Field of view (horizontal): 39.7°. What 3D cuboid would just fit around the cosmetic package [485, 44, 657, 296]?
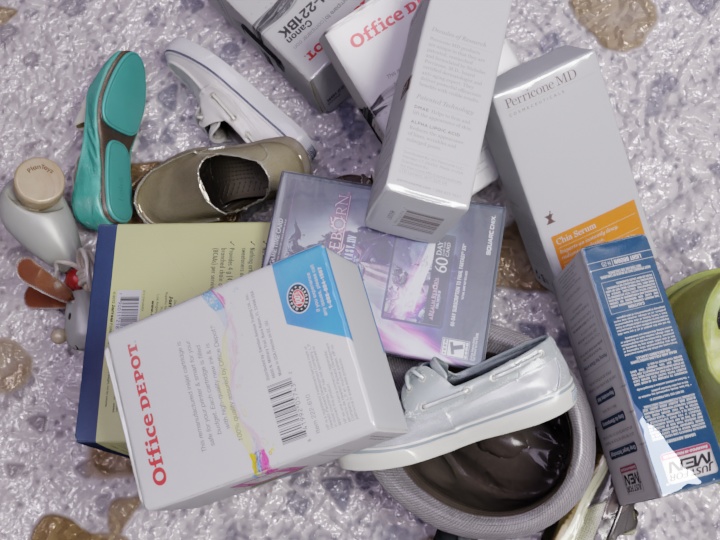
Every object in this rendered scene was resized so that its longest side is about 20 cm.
[{"bbox_3d":[0.183,-0.087,0.895,0.101,0.071,0.201,-25,108,-3],"label":"cosmetic package"}]

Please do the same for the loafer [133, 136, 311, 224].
[{"bbox_3d":[-0.147,-0.086,0.972,0.199,0.068,0.076,-14,97,24],"label":"loafer"}]

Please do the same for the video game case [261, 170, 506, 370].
[{"bbox_3d":[0.016,-0.001,0.849,0.198,0.019,0.144,10,74,3],"label":"video game case"}]

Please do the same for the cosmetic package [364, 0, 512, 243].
[{"bbox_3d":[0.063,-0.135,0.821,0.073,0.102,0.202,14,73,-7],"label":"cosmetic package"}]

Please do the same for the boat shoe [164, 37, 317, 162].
[{"bbox_3d":[-0.136,-0.160,1.021,0.200,0.072,0.066,41,79,8],"label":"boat shoe"}]

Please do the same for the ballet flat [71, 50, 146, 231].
[{"bbox_3d":[-0.270,-0.136,1.036,0.070,0.067,0.202,-7,71,25],"label":"ballet flat"}]

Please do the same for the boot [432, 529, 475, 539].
[{"bbox_3d":[0.003,0.284,0.884,0.198,0.066,0.166,0,73,13],"label":"boot"}]

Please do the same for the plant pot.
[{"bbox_3d":[0.334,0.071,0.826,0.198,0.184,0.202,-2,74,7],"label":"plant pot"}]

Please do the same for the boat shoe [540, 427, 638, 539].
[{"bbox_3d":[0.208,0.212,0.870,0.066,0.072,0.202,29,78,2],"label":"boat shoe"}]

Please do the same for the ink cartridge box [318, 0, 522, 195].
[{"bbox_3d":[0.072,-0.175,0.942,0.144,0.084,0.201,-33,101,-2],"label":"ink cartridge box"}]

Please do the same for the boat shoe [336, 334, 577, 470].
[{"bbox_3d":[0.069,0.102,0.796,0.199,0.070,0.072,-18,94,5],"label":"boat shoe"}]

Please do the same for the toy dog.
[{"bbox_3d":[-0.323,-0.016,0.987,0.096,0.132,0.201,-17,62,-20],"label":"toy dog"}]

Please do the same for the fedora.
[{"bbox_3d":[0.107,0.140,0.870,0.198,0.090,0.178,13,83,16],"label":"fedora"}]

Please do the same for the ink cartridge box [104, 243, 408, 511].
[{"bbox_3d":[-0.083,0.088,0.773,0.199,0.085,0.146,-21,73,15],"label":"ink cartridge box"}]

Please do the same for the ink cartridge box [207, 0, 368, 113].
[{"bbox_3d":[-0.057,-0.286,1.034,0.144,0.084,0.200,-43,75,-4],"label":"ink cartridge box"}]

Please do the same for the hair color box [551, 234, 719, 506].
[{"bbox_3d":[0.223,0.083,0.814,0.060,0.100,0.202,-12,75,-7],"label":"hair color box"}]

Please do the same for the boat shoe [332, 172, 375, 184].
[{"bbox_3d":[0.000,0.000,0.950,0.059,0.072,0.202,-2,69,-2],"label":"boat shoe"}]

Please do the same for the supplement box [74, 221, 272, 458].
[{"bbox_3d":[-0.134,0.069,0.920,0.198,0.134,0.202,0,74,8],"label":"supplement box"}]
